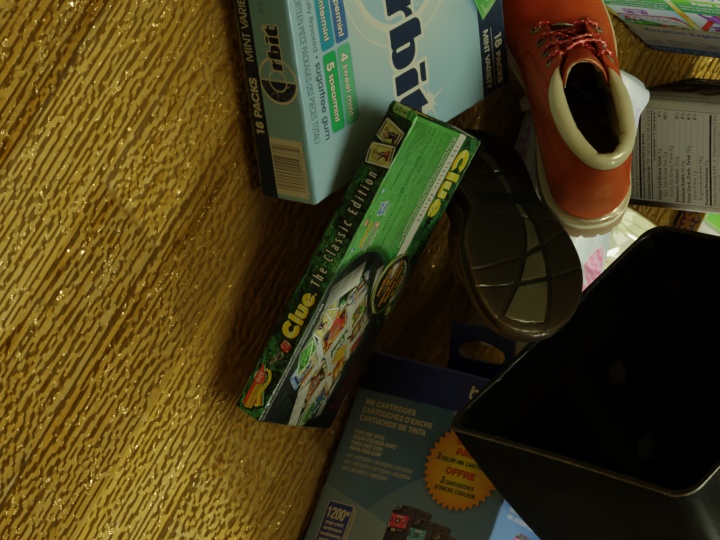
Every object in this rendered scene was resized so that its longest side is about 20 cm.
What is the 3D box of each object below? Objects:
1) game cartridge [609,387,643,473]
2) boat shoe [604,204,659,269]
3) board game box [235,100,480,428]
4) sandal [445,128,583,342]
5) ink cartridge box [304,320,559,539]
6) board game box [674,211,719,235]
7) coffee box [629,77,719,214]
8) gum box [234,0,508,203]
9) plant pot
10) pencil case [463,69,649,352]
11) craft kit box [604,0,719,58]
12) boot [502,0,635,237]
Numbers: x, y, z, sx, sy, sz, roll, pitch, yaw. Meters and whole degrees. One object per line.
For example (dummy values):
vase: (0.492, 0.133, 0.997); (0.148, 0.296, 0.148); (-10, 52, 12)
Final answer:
game cartridge: (0.130, 0.147, 1.635); (0.032, 0.200, 0.178); (17, 85, -11)
boat shoe: (0.211, 0.012, 1.775); (0.199, 0.074, 0.067); (32, 88, -33)
board game box: (0.000, 0.000, 1.482); (0.201, 0.023, 0.105); (-62, 154, 5)
sandal: (0.079, -0.016, 1.540); (0.081, 0.201, 0.055); (5, 125, -23)
ink cartridge box: (0.053, 0.135, 1.554); (0.076, 0.136, 0.201); (37, 69, -52)
board game box: (0.242, 0.031, 1.865); (0.096, 0.030, 0.201); (50, 58, -46)
coffee box: (0.289, -0.084, 1.750); (0.113, 0.199, 0.081); (-17, 109, -48)
gum box: (0.008, -0.157, 1.482); (0.200, 0.044, 0.171); (-33, 124, -44)
plant pot: (0.208, 0.114, 1.465); (0.199, 0.199, 0.178); (-41, 122, -26)
pencil case: (0.129, -0.042, 1.649); (0.091, 0.083, 0.202); (18, 86, -65)
craft kit box: (0.239, -0.190, 1.659); (0.197, 0.199, 0.049); (25, 79, -53)
boot: (0.133, -0.133, 1.558); (0.107, 0.074, 0.202); (89, -11, -68)
